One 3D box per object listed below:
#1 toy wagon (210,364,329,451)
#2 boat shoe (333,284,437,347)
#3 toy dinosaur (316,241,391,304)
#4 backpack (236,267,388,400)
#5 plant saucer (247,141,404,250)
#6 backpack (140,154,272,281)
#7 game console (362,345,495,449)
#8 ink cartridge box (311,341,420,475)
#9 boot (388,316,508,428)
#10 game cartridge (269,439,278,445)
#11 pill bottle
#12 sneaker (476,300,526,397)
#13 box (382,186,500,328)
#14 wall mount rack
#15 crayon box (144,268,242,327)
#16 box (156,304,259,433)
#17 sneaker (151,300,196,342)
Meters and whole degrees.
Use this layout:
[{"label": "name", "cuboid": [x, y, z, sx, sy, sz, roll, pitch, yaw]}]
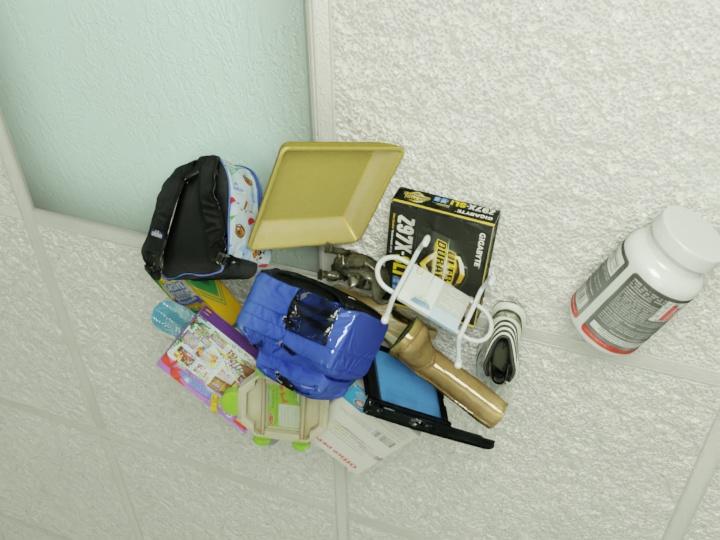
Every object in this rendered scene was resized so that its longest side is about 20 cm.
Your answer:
[{"label": "toy wagon", "cuboid": [-0.151, 0.224, 1.221, 0.198, 0.040, 0.156, 7, 116, 3]}, {"label": "boat shoe", "cuboid": [0.038, 0.069, 1.224, 0.199, 0.072, 0.076, 29, 116, -6]}, {"label": "toy dinosaur", "cuboid": [0.000, 0.000, 1.129, 0.199, 0.102, 0.078, 15, 100, 50]}, {"label": "backpack", "cuboid": [-0.090, 0.092, 1.102, 0.199, 0.169, 0.162, 25, 173, 25]}, {"label": "plant saucer", "cuboid": [-0.059, -0.119, 1.067, 0.049, 0.199, 0.201, 63, 142, 32]}, {"label": "backpack", "cuboid": [-0.229, -0.080, 1.152, 0.199, 0.154, 0.192, -3, 86, 33]}, {"label": "game console", "cuboid": [0.106, 0.198, 1.163, 0.199, 0.117, 0.175, 23, 168, -38]}, {"label": "ink cartridge box", "cuboid": [0.014, 0.239, 1.304, 0.147, 0.145, 0.200, 39, 132, -9]}, {"label": "boot", "cuboid": [0.141, 0.160, 1.117, 0.199, 0.066, 0.175, 38, 173, 7]}, {"label": "game cartridge", "cuboid": [-0.161, 0.194, 1.313, 0.133, 0.041, 0.201, -40, 65, 22]}, {"label": "pill bottle", "cuboid": [0.381, 0.016, 0.975, 0.115, 0.116, 0.200, 31, 133, 0]}, {"label": "sneaker", "cuboid": [0.214, 0.157, 1.165, 0.075, 0.116, 0.202, 13, 130, 15]}, {"label": "box", "cuboid": [0.119, -0.019, 1.119, 0.158, 0.049, 0.201, 17, 131, 15]}, {"label": "wall mount rack", "cuboid": [0.105, 0.049, 1.028, 0.199, 0.174, 0.075, 31, 148, -1]}, {"label": "crayon box", "cuboid": [-0.297, 0.047, 1.346, 0.125, 0.052, 0.200, -13, 121, 52]}, {"label": "box", "cuboid": [-0.233, 0.172, 1.255, 0.200, 0.039, 0.137, 40, 112, -9]}, {"label": "sneaker", "cuboid": [-0.285, 0.124, 1.322, 0.200, 0.077, 0.081, 38, 169, -2]}]
